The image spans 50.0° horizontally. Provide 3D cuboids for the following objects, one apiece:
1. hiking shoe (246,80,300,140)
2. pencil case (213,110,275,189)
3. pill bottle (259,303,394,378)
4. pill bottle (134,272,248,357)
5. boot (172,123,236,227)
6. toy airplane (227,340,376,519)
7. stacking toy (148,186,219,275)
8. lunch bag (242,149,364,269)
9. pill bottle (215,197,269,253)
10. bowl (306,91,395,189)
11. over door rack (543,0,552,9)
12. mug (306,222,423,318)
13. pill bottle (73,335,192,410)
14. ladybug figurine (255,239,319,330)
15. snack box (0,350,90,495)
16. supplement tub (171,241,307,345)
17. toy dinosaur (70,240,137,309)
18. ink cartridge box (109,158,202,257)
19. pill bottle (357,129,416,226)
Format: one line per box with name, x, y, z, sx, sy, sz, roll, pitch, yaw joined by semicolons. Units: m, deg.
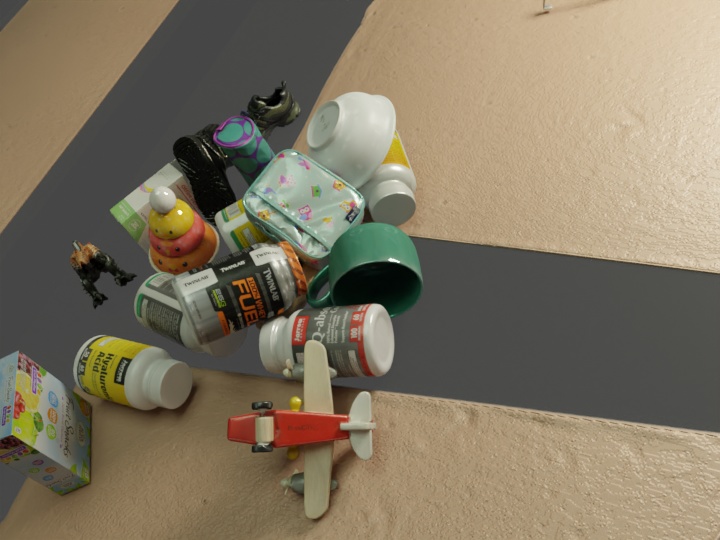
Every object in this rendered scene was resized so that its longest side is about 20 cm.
hiking shoe;-0.232;-0.337;1.701;0.200;0.101;0.076;-40;48;-9
pencil case;-0.215;-0.223;1.538;0.092;0.200;0.085;37;78;30
pill bottle;-0.055;0.117;1.252;0.199;0.116;0.116;-5;52;20
pill bottle;-0.306;0.082;1.395;0.200;0.113;0.113;19;64;35
boot;-0.294;-0.204;1.621;0.079;0.212;0.158;-20;11;21
toy airplane;-0.073;0.236;1.162;0.199;0.141;0.200;44;73;1
stacking toy;-0.365;-0.091;1.491;0.146;0.200;0.146;-4;56;6
lunch bag;-0.098;-0.105;1.358;0.200;0.077;0.161;35;71;8
pill bottle;-0.164;-0.106;1.470;0.200;0.113;0.113;-30;48;0
bowl;-0.035;-0.248;1.409;0.201;0.090;0.202;-27;51;39
over door rack;0.479;-0.642;1.634;0.199;0.067;0.148;-7;51;19
mug;0.007;-0.007;1.287;0.184;0.152;0.115;3;47;-10
pill bottle;-0.397;0.183;1.358;0.199;0.111;0.111;8;57;29
ladybug figurine;-0.144;0.025;1.385;0.135;0.072;0.200;15;58;15
snack box;-0.541;0.259;1.302;0.068;0.200;0.169;-23;49;6
supplement tub;-0.196;0.031;1.264;0.200;0.123;0.123;-23;46;-14
toy dinosaur;-0.542;-0.004;1.550;0.102;0.136;0.200;-37;4;13
ink cartridge box;-0.401;-0.138;1.609;0.200;0.117;0.067;-42;48;-10
pill bottle;0.041;-0.179;1.445;0.113;0.113;0.200;-22;49;7
